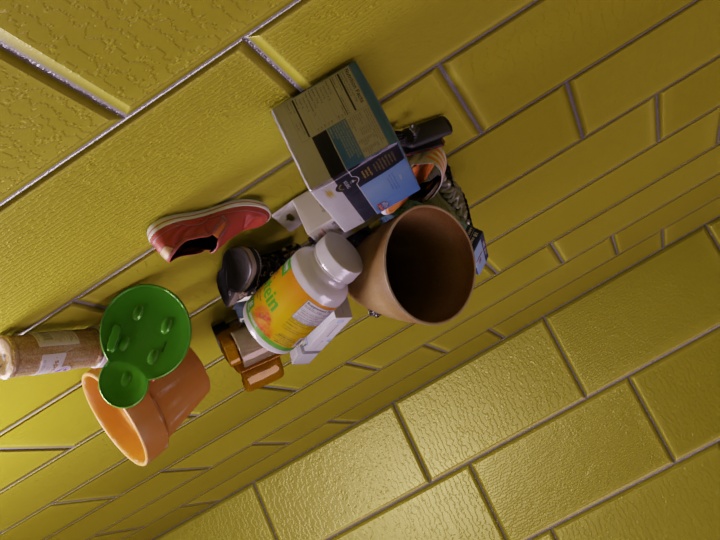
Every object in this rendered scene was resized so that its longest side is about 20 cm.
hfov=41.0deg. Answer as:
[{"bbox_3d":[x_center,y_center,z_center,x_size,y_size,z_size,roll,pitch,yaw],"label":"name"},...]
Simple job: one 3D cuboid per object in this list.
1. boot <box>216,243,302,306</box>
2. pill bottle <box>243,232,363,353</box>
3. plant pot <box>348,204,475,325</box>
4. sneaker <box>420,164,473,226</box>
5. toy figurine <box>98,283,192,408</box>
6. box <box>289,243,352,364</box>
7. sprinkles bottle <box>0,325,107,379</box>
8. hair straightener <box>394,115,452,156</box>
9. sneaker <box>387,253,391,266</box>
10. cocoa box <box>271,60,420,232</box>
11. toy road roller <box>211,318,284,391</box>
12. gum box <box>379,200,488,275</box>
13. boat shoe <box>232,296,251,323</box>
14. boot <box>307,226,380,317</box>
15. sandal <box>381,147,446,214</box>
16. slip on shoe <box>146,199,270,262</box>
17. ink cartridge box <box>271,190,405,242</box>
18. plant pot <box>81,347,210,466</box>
[{"bbox_3d":[-0.157,-0.006,1.637,0.148,0.074,0.200,-18,165,-24],"label":"boot"},{"bbox_3d":[-0.090,0.033,1.552,0.200,0.112,0.110,-43,158,26],"label":"pill bottle"},{"bbox_3d":[0.060,0.001,1.594,0.184,0.190,0.199,-16,-177,-33],"label":"plant pot"},{"bbox_3d":[0.145,-0.120,1.715,0.080,0.076,0.201,-21,137,14],"label":"sneaker"},{"bbox_3d":[-0.350,0.130,1.612,0.184,0.148,0.203,88,24,-84],"label":"toy figurine"},{"bbox_3d":[-0.091,0.062,1.791,0.040,0.158,0.200,-2,152,-29],"label":"box"},{"bbox_3d":[-0.486,0.129,1.536,0.068,0.069,0.198,-37,160,31],"label":"sprinkles bottle"},{"bbox_3d":[0.058,-0.205,1.465,0.197,0.042,0.077,-13,159,-27],"label":"hair straightener"},{"bbox_3d":[0.113,-0.012,1.732,0.199,0.071,0.099,33,161,-35],"label":"sneaker"},{"bbox_3d":[-0.014,-0.161,1.299,0.130,0.135,0.200,-29,163,5],"label":"cocoa box"},{"bbox_3d":[-0.199,0.162,1.862,0.121,0.149,0.200,-23,-168,-13],"label":"toy road roller"},{"bbox_3d":[0.125,-0.069,1.696,0.045,0.197,0.170,-63,165,-7],"label":"gum box"},{"bbox_3d":[-0.157,0.064,1.731,0.197,0.063,0.074,-8,-169,37],"label":"boat shoe"},{"bbox_3d":[0.000,0.000,1.716,0.069,0.177,0.199,-31,163,28],"label":"boot"},{"bbox_3d":[0.096,-0.138,1.518,0.207,0.058,0.080,-50,157,-47],"label":"sandal"},{"bbox_3d":[-0.216,-0.057,1.422,0.197,0.062,0.074,-17,159,-36],"label":"slip on shoe"},{"bbox_3d":[-0.034,-0.100,1.559,0.198,0.068,0.116,-29,163,6],"label":"ink cartridge box"},{"bbox_3d":[-0.388,0.227,1.802,0.182,0.201,0.201,-36,170,-31],"label":"plant pot"}]
